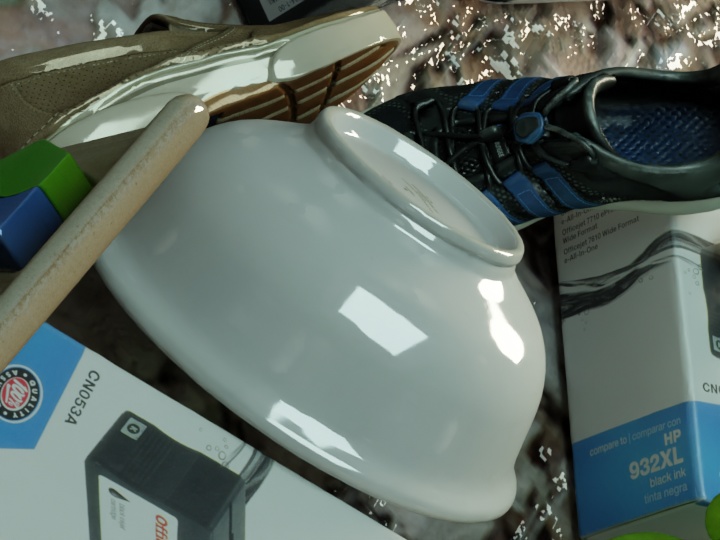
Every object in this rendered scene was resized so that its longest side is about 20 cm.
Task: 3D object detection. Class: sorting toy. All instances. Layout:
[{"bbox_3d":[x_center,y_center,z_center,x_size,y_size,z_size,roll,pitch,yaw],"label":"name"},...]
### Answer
[{"bbox_3d":[-0.161,0.014,0.859,0.037,0.200,0.185,54,47,-20],"label":"sorting toy"}]

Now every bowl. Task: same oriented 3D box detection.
[{"bbox_3d":[0.000,0.000,1.007,0.201,0.090,0.201,33,14,-9],"label":"bowl"}]

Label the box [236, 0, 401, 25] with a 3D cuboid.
[{"bbox_3d":[0.027,-0.197,1.106,0.115,0.200,0.133,-23,88,-42],"label":"box"}]

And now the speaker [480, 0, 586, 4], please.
[{"bbox_3d":[0.134,-0.172,1.269,0.200,0.081,0.081,-7,77,-42],"label":"speaker"}]

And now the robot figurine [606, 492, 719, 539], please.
[{"bbox_3d":[0.137,0.179,1.043,0.116,0.200,0.176,34,88,-40],"label":"robot figurine"}]

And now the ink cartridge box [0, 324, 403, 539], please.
[{"bbox_3d":[-0.091,0.124,0.917,0.200,0.084,0.145,32,53,-10],"label":"ink cartridge box"}]

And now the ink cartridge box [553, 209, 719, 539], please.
[{"bbox_3d":[0.172,0.028,1.213,0.145,0.084,0.201,11,65,-35],"label":"ink cartridge box"}]

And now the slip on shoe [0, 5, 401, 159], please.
[{"bbox_3d":[-0.069,-0.080,1.067,0.200,0.076,0.061,-25,76,-33],"label":"slip on shoe"}]

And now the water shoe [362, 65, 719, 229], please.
[{"bbox_3d":[0.078,-0.060,1.114,0.199,0.079,0.072,-7,69,-6],"label":"water shoe"}]
